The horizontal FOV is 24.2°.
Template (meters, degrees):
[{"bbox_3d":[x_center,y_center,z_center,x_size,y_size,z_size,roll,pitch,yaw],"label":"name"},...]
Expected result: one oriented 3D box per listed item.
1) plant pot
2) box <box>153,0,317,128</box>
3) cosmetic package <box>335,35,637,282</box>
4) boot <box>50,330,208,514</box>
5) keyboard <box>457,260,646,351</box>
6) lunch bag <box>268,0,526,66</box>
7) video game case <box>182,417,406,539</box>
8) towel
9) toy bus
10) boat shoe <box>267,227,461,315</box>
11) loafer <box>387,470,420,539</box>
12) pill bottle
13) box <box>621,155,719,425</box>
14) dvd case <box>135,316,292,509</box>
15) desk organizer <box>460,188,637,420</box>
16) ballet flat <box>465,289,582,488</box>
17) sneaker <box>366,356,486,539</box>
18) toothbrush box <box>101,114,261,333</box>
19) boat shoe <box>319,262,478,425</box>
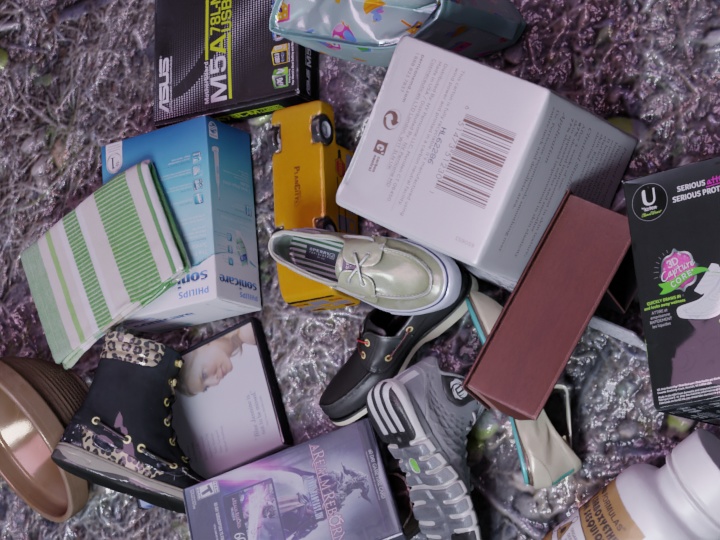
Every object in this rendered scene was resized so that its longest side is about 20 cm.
[{"bbox_3d":[-0.339,0.163,1.800,0.201,0.201,0.093,34,54,29],"label":"plant pot"},{"bbox_3d":[-0.137,-0.261,1.811,0.193,0.047,0.201,-7,76,28],"label":"box"},{"bbox_3d":[0.117,-0.091,1.526,0.166,0.200,0.168,25,94,33],"label":"cosmetic package"},{"bbox_3d":[-0.195,0.159,1.706,0.203,0.073,0.154,19,70,-4],"label":"boot"},{"bbox_3d":[0.178,0.031,1.549,0.200,0.056,0.011,24,89,33],"label":"keyboard"},{"bbox_3d":[0.041,-0.258,1.625,0.200,0.170,0.122,11,94,33],"label":"lunch bag"},{"bbox_3d":[-0.066,0.232,1.590,0.200,0.019,0.143,-22,46,5],"label":"video game case"},{"bbox_3d":[-0.269,-0.008,1.760,0.200,0.023,0.153,-36,62,26],"label":"towel"},{"bbox_3d":[-0.045,-0.065,1.694,0.065,0.078,0.201,-11,75,31],"label":"toy bus"},{"bbox_3d":[0.000,0.000,1.569,0.200,0.062,0.072,11,95,36],"label":"boat shoe"},{"bbox_3d":[-0.023,0.242,1.623,0.200,0.071,0.073,-22,70,27],"label":"loafer"},{"bbox_3d":[0.243,0.231,1.434,0.200,0.114,0.114,-43,61,17],"label":"pill bottle"},{"bbox_3d":[0.315,0.018,1.411,0.124,0.148,0.201,-14,74,30],"label":"box"},{"bbox_3d":[-0.171,0.151,1.766,0.200,0.018,0.143,-27,68,26],"label":"dvd case"},{"bbox_3d":[0.177,0.040,1.469,0.077,0.072,0.200,25,81,31],"label":"desk organizer"},{"bbox_3d":[0.155,0.103,1.552,0.069,0.069,0.200,-26,69,25],"label":"ballet flat"},{"bbox_3d":[0.093,0.170,1.566,0.075,0.115,0.200,-7,112,50],"label":"sneaker"},{"bbox_3d":[-0.191,-0.046,1.778,0.146,0.085,0.201,-14,72,30],"label":"toothbrush box"},{"bbox_3d":[0.025,0.065,1.623,0.201,0.063,0.074,-48,30,13],"label":"boat shoe"}]
